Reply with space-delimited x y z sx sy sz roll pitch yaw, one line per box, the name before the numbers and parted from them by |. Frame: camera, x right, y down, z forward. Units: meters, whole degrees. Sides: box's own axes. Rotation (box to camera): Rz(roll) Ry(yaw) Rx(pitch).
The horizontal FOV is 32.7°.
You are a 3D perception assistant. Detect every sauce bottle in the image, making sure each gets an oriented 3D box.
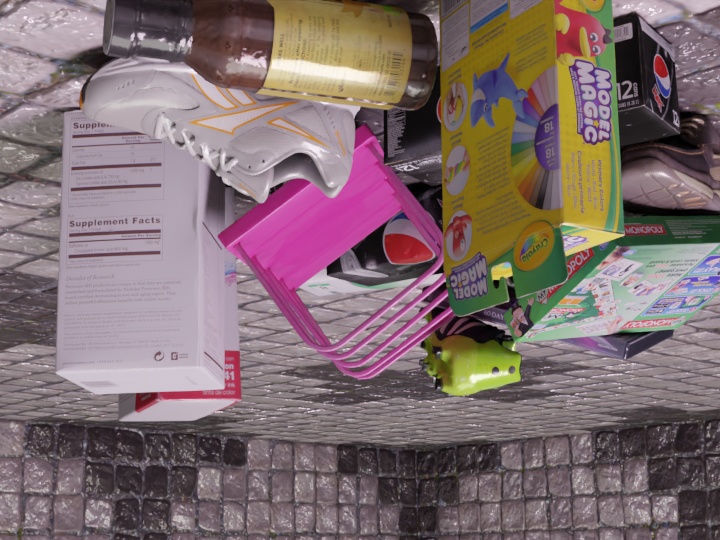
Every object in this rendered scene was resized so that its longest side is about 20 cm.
sauce bottle | -0.052 -0.137 0.737 0.198 0.065 0.065 5 166 -22

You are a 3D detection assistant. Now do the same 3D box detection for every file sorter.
file sorter | 0.000 0.000 0.985 0.139 0.126 0.200 -37 165 1

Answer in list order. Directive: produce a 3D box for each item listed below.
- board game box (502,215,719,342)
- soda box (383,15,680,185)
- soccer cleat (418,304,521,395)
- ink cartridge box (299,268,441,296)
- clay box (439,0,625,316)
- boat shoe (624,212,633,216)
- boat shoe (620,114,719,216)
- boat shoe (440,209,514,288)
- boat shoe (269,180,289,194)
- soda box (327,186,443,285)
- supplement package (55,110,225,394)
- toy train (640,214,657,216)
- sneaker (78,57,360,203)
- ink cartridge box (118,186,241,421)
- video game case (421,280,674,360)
board game box | 0.228 0.006 0.990 0.199 0.029 0.135 -2 148 -37
soda box | 0.115 -0.113 0.850 0.198 0.064 0.071 -9 165 33
soccer cleat | 0.097 0.071 1.111 0.080 0.068 0.200 -1 -169 -4
ink cartridge box | 0.034 0.007 1.384 0.159 0.051 0.200 -7 163 23
clay box | 0.093 -0.079 0.692 0.047 0.202 0.115 6 166 -28
boat shoe | 0.196 -0.058 1.062 0.065 0.074 0.199 -6 167 39
boat shoe | 0.247 -0.082 0.969 0.074 0.074 0.199 -5 172 28
boat shoe | 0.128 -0.022 1.016 0.092 0.075 0.200 14 162 22
boat shoe | -0.041 -0.077 1.048 0.063 0.073 0.200 40 -177 15
soda box | 0.064 -0.035 1.141 0.199 0.064 0.070 -12 163 36
supplement package | -0.166 -0.013 0.951 0.108 0.202 0.114 -2 166 3
toy train | 0.291 -0.037 1.143 0.056 0.042 0.200 -32 -173 -8
sneaker | -0.094 -0.095 0.847 0.198 0.093 0.076 3 166 -14
ink cartridge box | -0.172 0.033 1.145 0.085 0.202 0.147 4 166 -23
video game case | 0.174 0.038 1.132 0.198 0.019 0.142 16 -166 28
